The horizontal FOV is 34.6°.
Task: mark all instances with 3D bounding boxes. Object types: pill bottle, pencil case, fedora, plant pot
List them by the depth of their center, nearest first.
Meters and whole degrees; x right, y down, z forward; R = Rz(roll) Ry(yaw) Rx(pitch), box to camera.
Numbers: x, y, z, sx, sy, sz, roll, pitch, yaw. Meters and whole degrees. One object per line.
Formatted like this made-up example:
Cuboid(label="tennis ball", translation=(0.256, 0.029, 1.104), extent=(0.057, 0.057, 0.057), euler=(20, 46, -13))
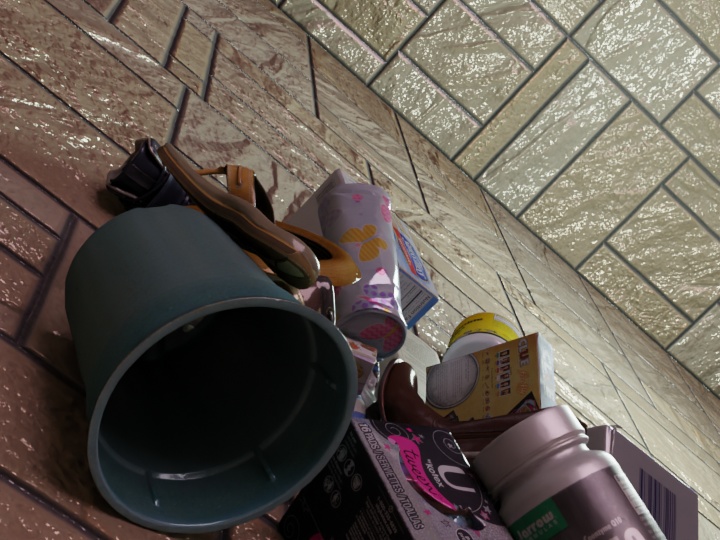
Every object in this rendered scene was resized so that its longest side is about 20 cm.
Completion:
Cuboid(label="plant pot", translation=(-0.133, 0.058, 0.880), extent=(0.200, 0.201, 0.196), euler=(31, 11, -39))
Cuboid(label="pill bottle", translation=(0.180, 0.217, 0.924), extent=(0.201, 0.113, 0.113), euler=(58, 19, 22))
Cuboid(label="fedora", translation=(-0.102, 0.002, 1.075), extent=(0.199, 0.082, 0.201), euler=(14, 14, -4))
Cuboid(label="pencil case", translation=(0.000, 0.000, 1.224), extent=(0.082, 0.091, 0.201), euler=(2, 46, -9))
Cuboid(label="pill bottle", translation=(0.176, 0.123, 1.629), extent=(0.112, 0.112, 0.200), euler=(44, 14, 0))

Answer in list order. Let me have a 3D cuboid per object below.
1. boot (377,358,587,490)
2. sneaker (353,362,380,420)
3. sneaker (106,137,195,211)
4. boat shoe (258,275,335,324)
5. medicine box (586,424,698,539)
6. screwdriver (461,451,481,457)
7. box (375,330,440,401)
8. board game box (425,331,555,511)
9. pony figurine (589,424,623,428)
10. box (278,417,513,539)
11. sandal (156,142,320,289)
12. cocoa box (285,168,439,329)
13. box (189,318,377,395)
Cuboid(label="boot", translation=(0.116, 0.142, 1.086), extent=(0.187, 0.198, 0.064), euler=(-85, 156, -47))
Cuboid(label="sneaker", translation=(-0.022, 0.145, 1.166), extent=(0.076, 0.076, 0.200), euler=(12, 26, -9))
Cuboid(label="sneaker", translation=(-0.184, -0.055, 1.202), extent=(0.202, 0.077, 0.146), euler=(44, 0, 40))
Cuboid(label="boat shoe", translation=(-0.045, 0.098, 0.986), extent=(0.064, 0.201, 0.073), euler=(-14, 32, -27))
Cuboid(label="medicine box", translation=(0.210, 0.250, 1.169), extent=(0.182, 0.199, 0.104), euler=(36, 52, -37))
Cuboid(label="screwdriver", translation=(0.021, 0.165, 1.018), extent=(0.029, 0.199, 0.028), euler=(-22, 104, -53))
Cuboid(label="box", translation=(0.048, 0.145, 1.300), extent=(0.095, 0.078, 0.200), euler=(38, 16, -21))
Cuboid(label="board game box", translation=(0.127, 0.170, 1.132), extent=(0.035, 0.135, 0.201), euler=(41, 40, -40))
Cuboid(label="pony figurine", translation=(0.196, 0.218, 1.412), extent=(0.192, 0.167, 0.200), euler=(-27, 72, -40))
Cuboid(label="box", translation=(0.043, 0.233, 0.907), extent=(0.114, 0.133, 0.200), euler=(12, 32, -38))
Cuboid(label="sandal", translation=(-0.094, -0.054, 0.957), extent=(0.200, 0.054, 0.080), euler=(35, -14, 36))
Cuboid(label="cocoa box", translation=(-0.009, -0.004, 1.440), extent=(0.131, 0.133, 0.200), euler=(37, 17, -28))
Cuboid(label="box", translation=(-0.081, 0.063, 1.133), extent=(0.199, 0.042, 0.039), euler=(24, 18, -3))
